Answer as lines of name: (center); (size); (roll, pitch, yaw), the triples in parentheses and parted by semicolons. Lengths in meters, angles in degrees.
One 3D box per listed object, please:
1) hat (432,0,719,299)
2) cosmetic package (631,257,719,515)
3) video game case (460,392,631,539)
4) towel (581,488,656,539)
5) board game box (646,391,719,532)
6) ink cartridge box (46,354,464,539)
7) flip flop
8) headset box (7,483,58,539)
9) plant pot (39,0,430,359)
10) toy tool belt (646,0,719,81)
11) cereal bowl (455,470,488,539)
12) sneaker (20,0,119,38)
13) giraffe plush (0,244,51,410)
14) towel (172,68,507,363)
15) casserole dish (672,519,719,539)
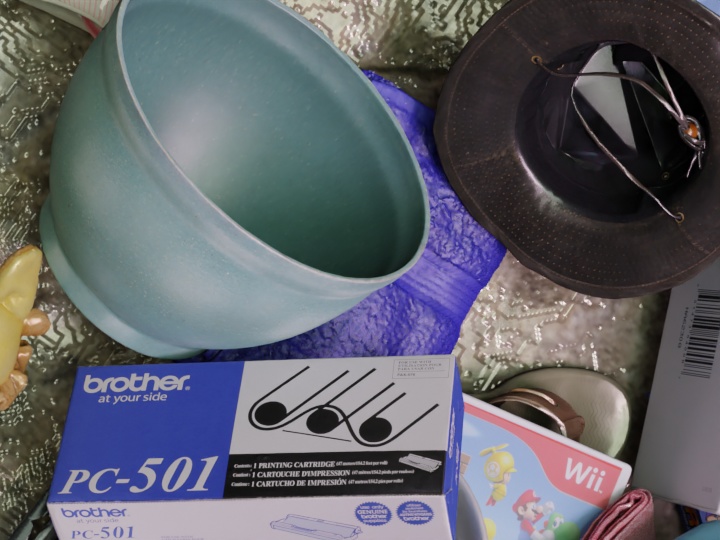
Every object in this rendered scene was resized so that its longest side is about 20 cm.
hat: (0.142, -0.088, 1.392); (0.201, 0.201, 0.081); (49, 36, -13)
cosmetic package: (0.285, 0.053, 1.443); (0.200, 0.123, 0.200); (12, 88, -18)
video game case: (0.051, 0.173, 1.386); (0.143, 0.017, 0.200); (24, 86, -21)
towel: (0.126, 0.236, 1.419); (0.144, 0.023, 0.200); (-40, 136, -35)
board game box: (0.282, 0.106, 1.526); (0.200, 0.034, 0.135); (-19, 97, -16)
ink cartridge box: (-0.051, 0.093, 1.284); (0.200, 0.094, 0.044); (-3, 135, 9)
flip flop: (0.082, 0.095, 1.431); (0.200, 0.058, 0.081); (1, 88, -40)
headset box: (-0.104, 0.194, 1.385); (0.200, 0.077, 0.149); (40, 79, -14)
plant pot: (-0.082, -0.037, 1.318); (0.200, 0.200, 0.134); (38, 122, -15)
toy tool belt: (0.179, -0.158, 1.439); (0.125, 0.123, 0.200); (-22, 98, -16)
cereal bowl: (-0.027, 0.174, 1.291); (0.200, 0.200, 0.083); (-31, 139, -14)
sneaker: (-0.095, -0.164, 1.377); (0.200, 0.075, 0.105); (9, 84, -10)
giraffe plush: (-0.247, 0.033, 1.307); (0.162, 0.173, 0.200); (-22, 87, -37)
towel: (0.000, 0.000, 1.426); (0.148, 0.050, 0.200); (30, 83, -15)
casserole dish: (0.189, 0.204, 1.405); (0.121, 0.039, 0.200); (-32, 138, -3)
